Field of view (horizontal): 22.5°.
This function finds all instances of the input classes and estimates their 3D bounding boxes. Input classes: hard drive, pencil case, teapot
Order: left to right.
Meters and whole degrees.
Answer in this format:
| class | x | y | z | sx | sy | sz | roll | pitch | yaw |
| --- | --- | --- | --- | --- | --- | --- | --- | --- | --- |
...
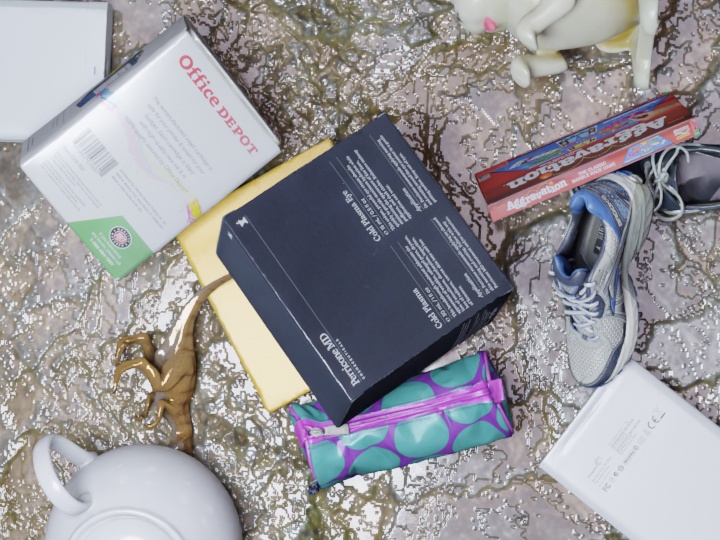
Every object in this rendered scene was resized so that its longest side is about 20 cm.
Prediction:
| class | x | y | z | sx | sy | sz | roll | pitch | yaw |
| --- | --- | --- | --- | --- | --- | --- | --- | --- | --- |
| hard drive | -0.339 | -0.191 | 1.733 | 0.197 | 0.026 | 0.134 | 2 | 88 | 5 |
| teapot | -0.204 | 0.257 | 1.638 | 0.198 | 0.146 | 0.200 | 10 | 101 | 4 |
| pencil case | 0.038 | 0.138 | 1.660 | 0.198 | 0.092 | 0.086 | -16 | 75 | 3 |
| hard drive | 0.282 | 0.189 | 1.667 | 0.199 | 0.026 | 0.132 | 38 | 92 | 5 |

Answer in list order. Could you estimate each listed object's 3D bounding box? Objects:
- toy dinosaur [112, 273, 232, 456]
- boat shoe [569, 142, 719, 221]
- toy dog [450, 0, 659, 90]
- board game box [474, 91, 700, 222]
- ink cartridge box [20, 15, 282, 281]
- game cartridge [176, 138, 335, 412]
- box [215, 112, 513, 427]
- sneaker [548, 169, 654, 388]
| class | x | y | z | sx | sy | sz | roll | pitch | yaw |
| --- | --- | --- | --- | --- | --- | --- | --- | --- | --- |
| toy dinosaur | -0.178 | 0.083 | 1.707 | 0.105 | 0.060 | 0.202 | 7 | 101 | -9 |
| boat shoe | 0.289 | -0.083 | 1.656 | 0.197 | 0.062 | 0.076 | 3 | 94 | 7 |
| toy dog | 0.171 | -0.265 | 1.639 | 0.197 | 0.140 | 0.196 | 4 | 76 | 6 |
| board game box | 0.203 | -0.105 | 1.646 | 0.198 | 0.103 | 0.020 | -23 | 110 | 4 |
| ink cartridge box | -0.192 | -0.114 | 1.672 | 0.199 | 0.088 | 0.146 | -38 | 109 | 5 |
| game cartridge | -0.057 | 0.005 | 1.706 | 0.175 | 0.032 | 0.201 | -28 | 88 | 4 |
| box | 0.000 | 0.000 | 1.609 | 0.181 | 0.104 | 0.201 | -32 | 79 | -17 |
| sneaker | 0.202 | 0.011 | 1.627 | 0.077 | 0.085 | 0.202 | 18 | 111 | 41 |
